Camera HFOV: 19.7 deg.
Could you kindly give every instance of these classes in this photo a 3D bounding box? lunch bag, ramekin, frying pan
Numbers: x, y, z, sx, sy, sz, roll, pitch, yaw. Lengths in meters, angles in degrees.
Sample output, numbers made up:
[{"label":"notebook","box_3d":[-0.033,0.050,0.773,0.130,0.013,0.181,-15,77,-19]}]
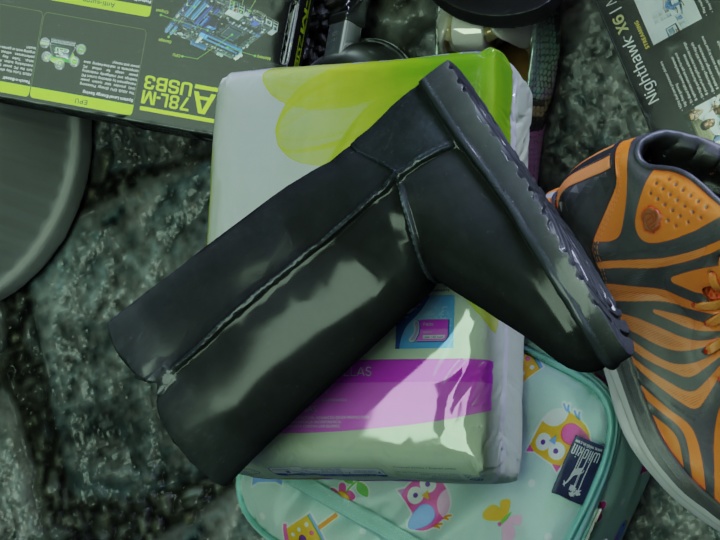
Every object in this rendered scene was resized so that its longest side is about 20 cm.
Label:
[{"label":"lunch bag","box_3d":[0.042,0.099,1.039,0.199,0.077,0.161,26,94,28]},{"label":"ramekin","box_3d":[-0.263,-0.079,1.204,0.201,0.094,0.204,-4,81,26]},{"label":"frying pan","box_3d":[0.001,-0.104,1.096,0.115,0.031,0.191,23,97,48]}]

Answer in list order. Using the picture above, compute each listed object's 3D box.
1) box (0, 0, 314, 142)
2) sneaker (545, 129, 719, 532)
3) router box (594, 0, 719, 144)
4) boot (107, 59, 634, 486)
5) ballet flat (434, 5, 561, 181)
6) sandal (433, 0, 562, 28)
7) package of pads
[{"label":"box","box_3d":[-0.119,-0.174,1.102,0.198,0.048,0.195,10,91,8]},{"label":"sneaker","box_3d":[0.167,0.026,0.957,0.112,0.077,0.201,-36,85,40]},{"label":"router box","box_3d":[0.192,-0.158,1.013,0.156,0.052,0.201,-27,72,21]},{"label":"boot","box_3d":[0.001,0.028,0.913,0.199,0.066,0.165,-36,60,9]},{"label":"ballet flat","box_3d":[0.061,-0.090,1.058,0.069,0.071,0.202,2,84,25]},{"label":"sandal","box_3d":[0.054,-0.205,1.057,0.074,0.045,0.201,-14,58,2]},{"label":"package of pads","box_3d":[0.000,0.000,0.995,0.153,0.068,0.202,-1,78,24]}]
